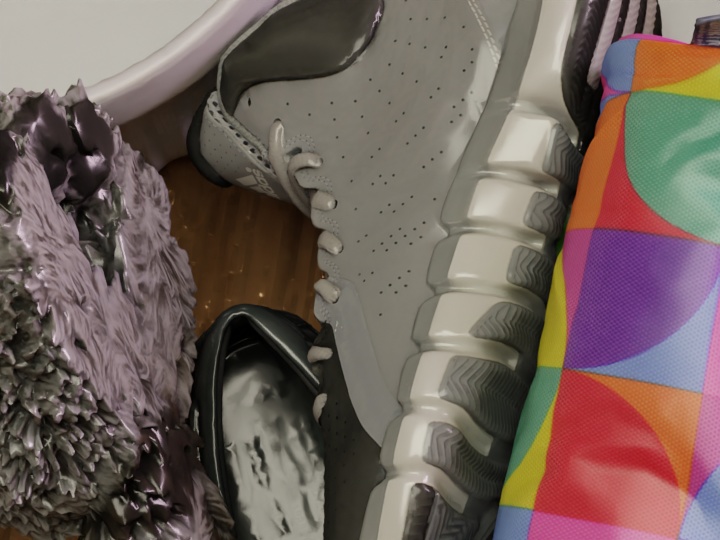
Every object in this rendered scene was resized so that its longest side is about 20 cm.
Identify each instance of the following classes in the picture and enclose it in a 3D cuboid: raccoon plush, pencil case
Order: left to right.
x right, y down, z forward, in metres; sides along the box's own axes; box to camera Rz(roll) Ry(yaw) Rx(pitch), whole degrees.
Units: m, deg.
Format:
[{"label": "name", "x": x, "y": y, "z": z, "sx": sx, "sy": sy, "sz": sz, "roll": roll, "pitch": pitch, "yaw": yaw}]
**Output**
[{"label": "raccoon plush", "x": -0.114, "y": 0.043, "z": 0.703, "sx": 0.134, "sy": 0.097, "sz": 0.200, "roll": -18, "pitch": 75, "yaw": 20}, {"label": "pencil case", "x": 0.080, "y": 0.038, "z": 0.690, "sx": 0.088, "sy": 0.088, "sz": 0.200, "roll": 13, "pitch": 86, "yaw": 10}]

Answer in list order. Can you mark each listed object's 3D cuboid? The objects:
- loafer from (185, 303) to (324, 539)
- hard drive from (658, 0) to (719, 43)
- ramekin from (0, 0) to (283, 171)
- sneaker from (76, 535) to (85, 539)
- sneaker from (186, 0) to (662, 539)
[{"label": "loafer", "x": -0.002, "y": 0.102, "z": 0.754, "sx": 0.068, "sy": 0.070, "sz": 0.201, "roll": -21, "pitch": 71, "yaw": -1}, {"label": "hard drive", "x": 0.106, "y": -0.119, "z": 0.814, "sx": 0.132, "sy": 0.025, "sz": 0.200, "roll": 36, "pitch": 72, "yaw": 28}, {"label": "ramekin", "x": -0.099, "y": -0.114, "z": 0.816, "sx": 0.200, "sy": 0.105, "sz": 0.200, "roll": -2, "pitch": 73, "yaw": 6}, {"label": "sneaker", "x": -0.031, "y": 0.158, "z": 0.729, "sx": 0.089, "sy": 0.077, "sz": 0.200, "roll": -14, "pitch": 78, "yaw": 21}, {"label": "sneaker", "x": 0.000, "y": 0.000, "z": 0.742, "sx": 0.115, "sy": 0.075, "sz": 0.200, "roll": 10, "pitch": 72, "yaw": 27}]
